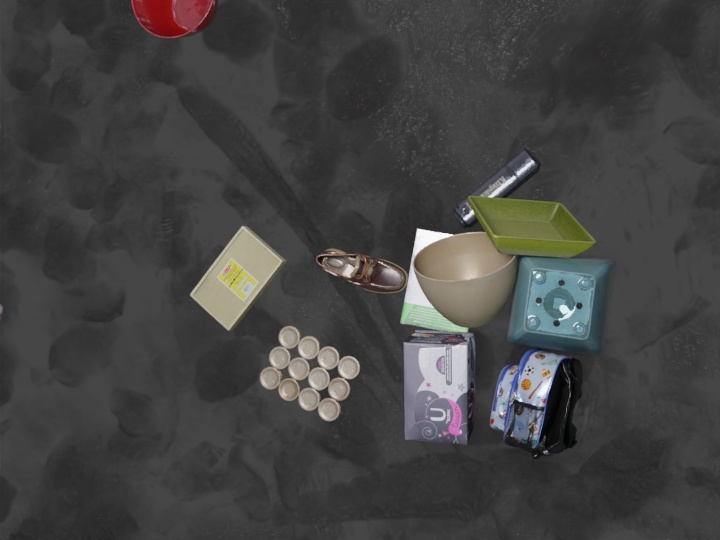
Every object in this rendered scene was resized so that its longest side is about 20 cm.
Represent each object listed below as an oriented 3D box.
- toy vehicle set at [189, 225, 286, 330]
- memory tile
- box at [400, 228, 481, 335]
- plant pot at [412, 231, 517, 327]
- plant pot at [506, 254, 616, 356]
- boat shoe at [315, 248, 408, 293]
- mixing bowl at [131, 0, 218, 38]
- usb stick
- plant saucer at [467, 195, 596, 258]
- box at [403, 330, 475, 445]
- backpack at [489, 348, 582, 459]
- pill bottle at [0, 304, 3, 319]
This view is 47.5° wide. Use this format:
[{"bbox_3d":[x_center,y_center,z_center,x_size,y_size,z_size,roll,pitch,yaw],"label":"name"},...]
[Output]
[{"bbox_3d":[-0.270,0.018,1.802,0.124,0.026,0.200,41,99,12],"label":"toy vehicle set"},{"bbox_3d":[-0.110,0.222,1.761,0.199,0.017,0.154,26,95,13],"label":"memory tile"},{"bbox_3d":[0.169,0.023,1.683,0.143,0.036,0.202,11,90,14],"label":"box"},{"bbox_3d":[0.208,0.030,1.574,0.199,0.201,0.135,-5,117,14],"label":"plant pot"},{"bbox_3d":[0.377,0.059,1.542,0.195,0.200,0.197,7,90,14],"label":"plant pot"},{"bbox_3d":[0.000,0.000,1.708,0.199,0.072,0.073,19,94,14],"label":"boat shoe"},{"bbox_3d":[-0.390,-0.597,1.805,0.199,0.108,0.202,-1,88,15],"label":"mixing bowl"},{"bbox_3d":[0.276,-0.166,1.659,0.200,0.033,0.056,-40,80,11],"label":"usb stick"},{"bbox_3d":[0.316,-0.078,1.550,0.198,0.200,0.048,3,116,-9],"label":"plant saucer"},{"bbox_3d":[0.159,0.230,1.623,0.131,0.115,0.202,1,100,15],"label":"box"},{"bbox_3d":[0.344,0.246,1.562,0.153,0.200,0.192,20,93,29],"label":"backpack"},{"bbox_3d":[-0.921,0.167,1.930,0.104,0.104,0.201,18,93,14],"label":"pill bottle"}]
